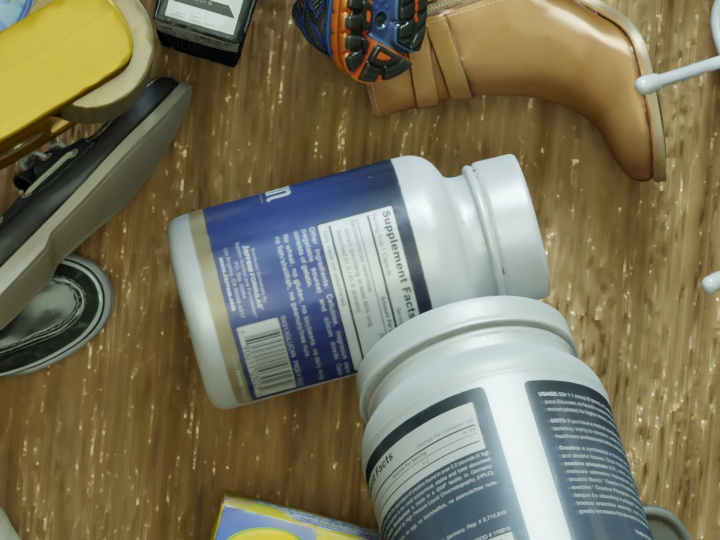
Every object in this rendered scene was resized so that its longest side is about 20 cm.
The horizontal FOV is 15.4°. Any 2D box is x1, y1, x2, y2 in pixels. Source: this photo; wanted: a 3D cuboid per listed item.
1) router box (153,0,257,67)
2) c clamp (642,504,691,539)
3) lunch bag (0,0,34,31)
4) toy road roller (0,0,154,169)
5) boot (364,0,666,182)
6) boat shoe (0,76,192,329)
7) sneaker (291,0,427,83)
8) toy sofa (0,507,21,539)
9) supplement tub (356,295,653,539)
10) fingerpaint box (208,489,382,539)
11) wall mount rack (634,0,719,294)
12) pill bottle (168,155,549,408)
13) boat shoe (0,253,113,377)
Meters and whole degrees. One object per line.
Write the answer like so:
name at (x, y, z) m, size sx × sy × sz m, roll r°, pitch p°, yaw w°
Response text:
router box at (-0.069, -0.193, 1.450) m, size 0.051 × 0.200 × 0.150 m, roll 16°, pitch 90°, yaw -3°
c clamp at (0.144, 0.240, 1.506) m, size 0.170 × 0.027 × 0.201 m, roll -24°, pitch 111°, yaw -26°
lunch bag at (-0.295, -0.147, 1.500) m, size 0.199 × 0.082 × 0.161 m, roll 30°, pitch 88°, yaw -5°
toy road roller at (-0.219, -0.119, 1.411) m, size 0.199 × 0.123 × 0.147 m, roll -29°, pitch 90°, yaw -7°
boot at (0.079, -0.118, 1.515) m, size 0.154 × 0.077 × 0.201 m, roll -24°, pitch 89°, yaw -3°
boat shoe at (-0.172, -0.049, 1.493) m, size 0.063 × 0.073 × 0.200 m, roll 36°, pitch 64°, yaw 10°
sneaker at (-0.006, -0.207, 1.452) m, size 0.075 × 0.078 × 0.201 m, roll -3°, pitch 107°, yaw -41°
toy sofa at (-0.228, 0.180, 1.452) m, size 0.083 × 0.200 × 0.098 m, roll -33°, pitch 98°, yaw 0°
supplement tub at (0.079, 0.130, 1.417) m, size 0.139 × 0.141 × 0.201 m, roll -15°, pitch 59°, yaw -1°
fingerpaint box at (-0.005, 0.232, 1.521) m, size 0.199 × 0.073 × 0.168 m, roll 14°, pitch 91°, yaw -4°
wall mount rack at (0.237, -0.071, 1.511) m, size 0.173 × 0.075 × 0.201 m, roll -20°, pitch 91°, yaw -17°
pill bottle at (0.000, 0.000, 1.492) m, size 0.199 × 0.111 × 0.112 m, roll -15°, pitch 91°, yaw -2°
boat shoe at (-0.240, 0.029, 1.513) m, size 0.198 × 0.068 × 0.074 m, roll -4°, pitch 91°, yaw -2°
